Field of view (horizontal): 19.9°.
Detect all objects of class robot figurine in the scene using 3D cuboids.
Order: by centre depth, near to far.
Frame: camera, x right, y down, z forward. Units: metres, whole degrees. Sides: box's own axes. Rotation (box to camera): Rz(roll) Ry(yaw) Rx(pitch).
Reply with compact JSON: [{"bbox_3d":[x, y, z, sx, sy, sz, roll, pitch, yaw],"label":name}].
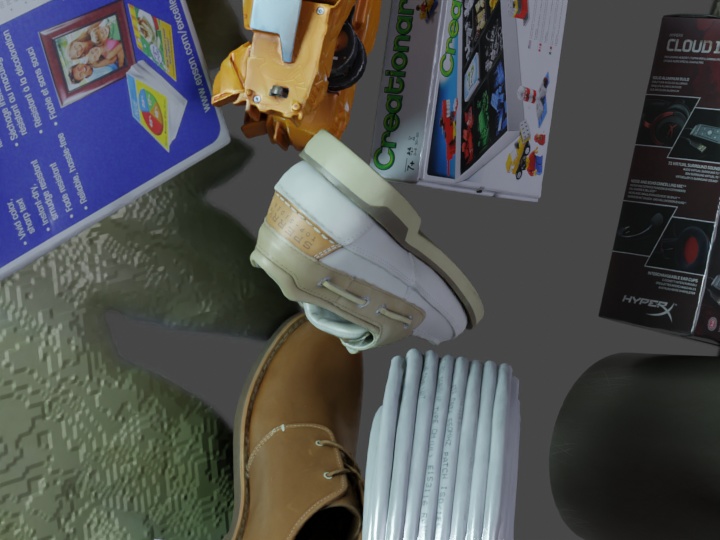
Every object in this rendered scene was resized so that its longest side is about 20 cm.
[{"bbox_3d":[-0.017,-0.159,0.935,0.145,0.058,0.201,46,54,-79],"label":"robot figurine"}]

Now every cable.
[{"bbox_3d":[0.037,0.137,0.936,0.200,0.069,0.201,37,57,-84],"label":"cable"}]

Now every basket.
[{"bbox_3d":[0.212,0.114,1.120,0.136,0.200,0.181,-46,125,-28],"label":"basket"}]

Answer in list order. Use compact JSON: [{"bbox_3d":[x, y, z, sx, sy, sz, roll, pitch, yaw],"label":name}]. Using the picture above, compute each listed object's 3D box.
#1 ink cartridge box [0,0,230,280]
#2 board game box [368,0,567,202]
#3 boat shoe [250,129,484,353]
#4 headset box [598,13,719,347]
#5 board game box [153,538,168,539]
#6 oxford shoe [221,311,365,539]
[{"bbox_3d":[-0.162,-0.101,0.849,0.200,0.047,0.198,-33,119,-33],"label":"ink cartridge box"},{"bbox_3d":[0.063,-0.139,1.035,0.126,0.034,0.201,5,94,-57],"label":"board game box"},{"bbox_3d":[0.000,0.000,0.976,0.068,0.075,0.200,-49,152,-2],"label":"boat shoe"},{"bbox_3d":[0.230,-0.053,1.194,0.148,0.075,0.201,15,87,-42],"label":"headset box"},{"bbox_3d":[-0.041,0.247,1.017,0.199,0.041,0.201,19,83,-42],"label":"board game box"},{"bbox_3d":[-0.020,0.101,0.963,0.071,0.071,0.201,35,49,-31],"label":"oxford shoe"}]
